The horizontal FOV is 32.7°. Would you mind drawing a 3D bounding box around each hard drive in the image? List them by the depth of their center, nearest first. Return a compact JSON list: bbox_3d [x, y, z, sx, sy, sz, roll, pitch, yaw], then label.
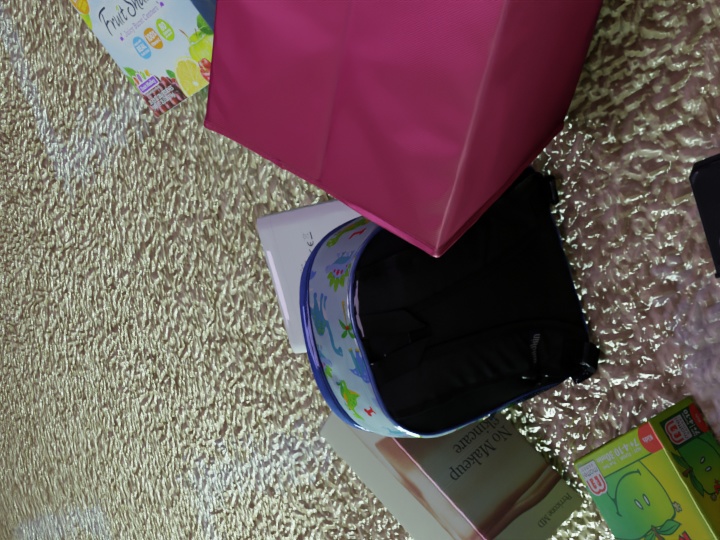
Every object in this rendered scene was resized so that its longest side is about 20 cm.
[{"bbox_3d":[0.000,0.000,1.091,0.198,0.027,0.134,-9,99,41],"label":"hard drive"}]

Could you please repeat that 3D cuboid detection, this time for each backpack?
[{"bbox_3d":[0.051,0.029,0.923,0.146,0.199,0.185,-3,107,56],"label":"backpack"}]

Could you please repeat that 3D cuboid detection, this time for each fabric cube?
[{"bbox_3d":[0.035,-0.173,0.791,0.199,0.196,0.201,29,136,17],"label":"fabric cube"}]

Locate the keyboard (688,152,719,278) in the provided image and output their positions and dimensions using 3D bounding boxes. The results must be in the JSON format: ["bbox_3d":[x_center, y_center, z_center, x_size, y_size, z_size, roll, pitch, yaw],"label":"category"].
[{"bbox_3d":[0.282,-0.027,0.717,0.199,0.020,0.129,-19,86,59],"label":"keyboard"}]

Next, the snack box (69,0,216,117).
[{"bbox_3d":[-0.193,-0.257,1.201,0.169,0.068,0.199,54,149,-14],"label":"snack box"}]

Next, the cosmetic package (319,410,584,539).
[{"bbox_3d":[0.074,0.162,1.023,0.200,0.103,0.088,45,143,12],"label":"cosmetic package"}]

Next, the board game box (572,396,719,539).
[{"bbox_3d":[0.243,0.203,0.877,0.202,0.047,0.102,61,147,12],"label":"board game box"}]
